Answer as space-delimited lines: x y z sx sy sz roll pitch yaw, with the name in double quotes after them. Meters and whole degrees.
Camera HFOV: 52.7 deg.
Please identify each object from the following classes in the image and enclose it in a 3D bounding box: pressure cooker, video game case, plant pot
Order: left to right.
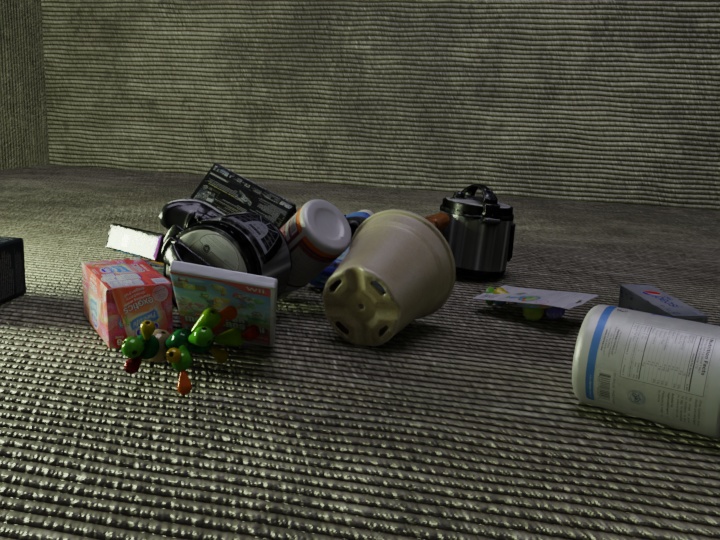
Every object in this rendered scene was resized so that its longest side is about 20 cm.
-0.221 0.001 1.196 0.173 0.182 0.200 -4 10 20 "pressure cooker"
-0.190 0.052 1.030 0.141 0.018 0.201 10 -29 -2 "video game case"
0.034 0.026 1.184 0.198 0.203 0.183 8 25 23 "plant pot"
0.258 -0.093 1.644 0.174 0.203 0.178 13 12 33 "pressure cooker"

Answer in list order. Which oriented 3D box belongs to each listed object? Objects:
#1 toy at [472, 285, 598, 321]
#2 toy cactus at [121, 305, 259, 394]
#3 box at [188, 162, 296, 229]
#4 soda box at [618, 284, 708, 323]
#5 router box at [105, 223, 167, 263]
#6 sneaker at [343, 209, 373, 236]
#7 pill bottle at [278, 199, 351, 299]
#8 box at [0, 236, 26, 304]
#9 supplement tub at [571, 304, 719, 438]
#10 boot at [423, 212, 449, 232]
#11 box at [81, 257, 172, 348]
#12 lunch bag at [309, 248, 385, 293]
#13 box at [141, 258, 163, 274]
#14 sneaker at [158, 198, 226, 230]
0.319 0.064 1.335 0.198 0.048 0.114 10 18 43 "toy"
-0.249 0.107 0.992 0.163 0.104 0.199 -12 4 39 "toy cactus"
-0.253 -0.097 1.491 0.198 0.165 0.086 27 -22 8 "box"
0.512 0.081 1.247 0.062 0.069 0.200 0 13 -4 "soda box"
-0.344 -0.035 1.347 0.148 0.052 0.199 12 -2 36 "router box"
-0.065 -0.086 1.760 0.198 0.078 0.111 -17 8 27 "sneaker"
-0.113 -0.033 1.332 0.109 0.111 0.200 -12 -21 -47 "pill bottle"
-0.698 0.007 1.249 0.146 0.109 0.200 4 12 6 "box"
0.376 0.122 0.900 0.198 0.134 0.131 11 15 32 "supplement tub"
0.095 -0.066 1.605 0.155 0.077 0.200 -32 -2 -37 "boot"
-0.376 0.047 1.162 0.101 0.096 0.199 -5 14 -31 "box"
0.000 0.000 1.471 0.198 0.084 0.160 10 14 30 "lunch bag"
-0.406 0.016 1.416 0.198 0.041 0.136 12 16 35 "box"
-0.273 -0.081 1.350 0.197 0.077 0.088 16 5 -17 "sneaker"
